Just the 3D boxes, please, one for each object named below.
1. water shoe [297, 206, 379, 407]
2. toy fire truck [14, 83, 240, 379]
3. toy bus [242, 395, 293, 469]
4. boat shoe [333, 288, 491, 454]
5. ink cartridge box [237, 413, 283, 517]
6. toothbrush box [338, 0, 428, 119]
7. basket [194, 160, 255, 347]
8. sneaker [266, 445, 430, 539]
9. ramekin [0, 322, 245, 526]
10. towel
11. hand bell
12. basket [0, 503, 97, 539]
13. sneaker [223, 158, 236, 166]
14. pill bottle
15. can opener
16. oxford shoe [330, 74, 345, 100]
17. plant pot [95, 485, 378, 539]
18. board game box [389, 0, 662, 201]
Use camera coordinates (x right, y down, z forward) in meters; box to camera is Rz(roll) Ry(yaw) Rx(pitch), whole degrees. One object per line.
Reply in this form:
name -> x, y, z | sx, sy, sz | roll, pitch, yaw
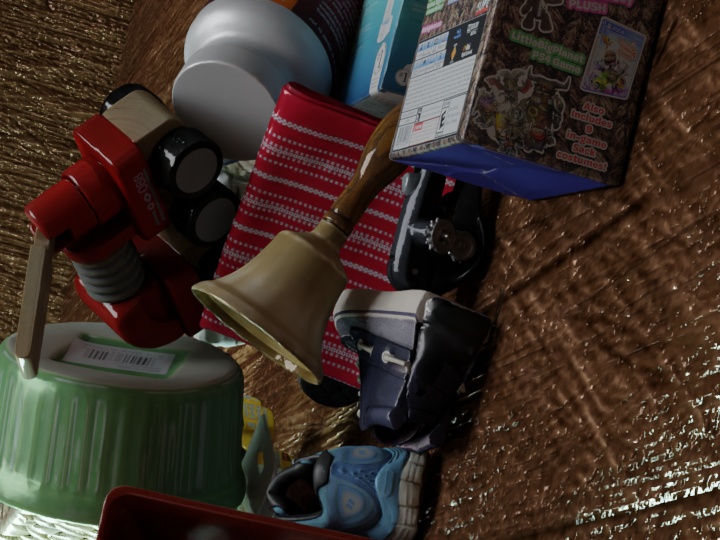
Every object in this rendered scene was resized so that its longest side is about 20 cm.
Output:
water shoe -> 0.000, 0.000, 1.688 | 0.079, 0.071, 0.201 | -89, 20, -64
toy fire truck -> -0.176, -0.001, 1.647 | 0.129, 0.200, 0.176 | 39, 158, 39
toy bus -> -0.104, 0.201, 1.872 | 0.065, 0.078, 0.201 | -103, 31, -65
boat shoe -> 0.017, 0.066, 1.528 | 0.093, 0.074, 0.200 | -69, 13, -9
ink cartridge box -> -0.068, 0.220, 1.730 | 0.117, 0.067, 0.201 | -115, 41, -70
toothbrush box -> 0.058, -0.201, 1.637 | 0.146, 0.085, 0.201 | 163, 120, -77
basket -> -0.078, -0.023, 1.869 | 0.200, 0.123, 0.136 | -129, 39, -75
sneaker -> -0.021, 0.149, 1.567 | 0.200, 0.089, 0.079 | 132, 150, -64
ramekin -> -0.176, 0.106, 1.688 | 0.200, 0.199, 0.098 | -126, 42, -73
towel -> -0.018, -0.019, 1.624 | 0.023, 0.144, 0.201 | -66, -3, -65
hand bell -> -0.011, -0.037, 1.532 | 0.200, 0.104, 0.104 | -54, 10, -10
basket -> -0.204, 0.191, 2.019 | 0.123, 0.199, 0.136 | -50, 26, 46
sneaker -> -0.073, -0.142, 1.821 | 0.081, 0.077, 0.200 | -40, -4, 42
pill bottle -> -0.059, -0.172, 1.710 | 0.113, 0.113, 0.200 | -61, 0, 45
can opener -> 0.061, -0.075, 1.529 | 0.079, 0.063, 0.201 | 12, 86, 63
oxford shoe -> -0.019, -0.079, 1.722 | 0.075, 0.070, 0.201 | -29, 40, 55
plant pot -> -0.087, 0.266, 1.527 | 0.176, 0.199, 0.201 | 114, 168, -77
board game box -> 0.103, -0.153, 1.372 | 0.159, 0.096, 0.201 | 177, 108, -76
